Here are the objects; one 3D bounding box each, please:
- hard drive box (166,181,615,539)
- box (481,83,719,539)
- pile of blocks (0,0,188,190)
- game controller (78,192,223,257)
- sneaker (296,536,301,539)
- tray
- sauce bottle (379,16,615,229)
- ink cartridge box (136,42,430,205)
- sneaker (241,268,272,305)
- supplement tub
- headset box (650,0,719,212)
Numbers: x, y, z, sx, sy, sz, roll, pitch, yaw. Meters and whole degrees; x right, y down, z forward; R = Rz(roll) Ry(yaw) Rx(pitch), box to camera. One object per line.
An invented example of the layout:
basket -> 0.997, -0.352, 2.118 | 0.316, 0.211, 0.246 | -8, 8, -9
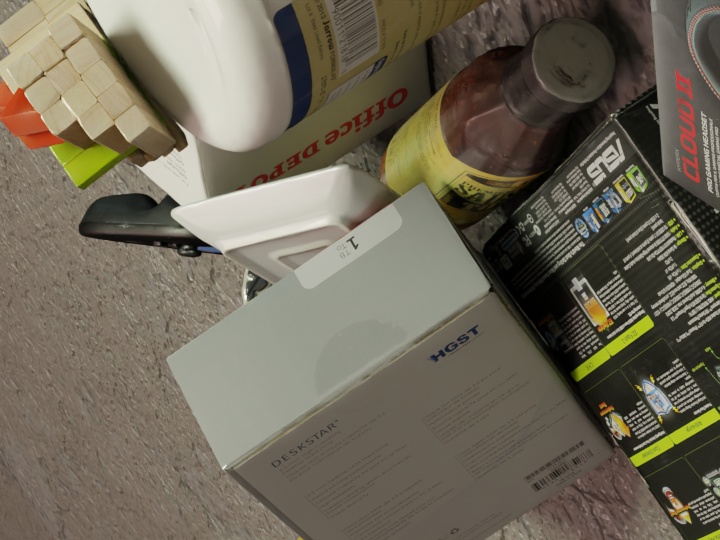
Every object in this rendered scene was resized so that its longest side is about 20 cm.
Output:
hard drive box -> 0.021, 0.069, 1.140 | 0.077, 0.156, 0.200 | 59, -175, 35
box -> 0.152, 0.029, 1.049 | 0.193, 0.047, 0.200 | 53, 159, 6
pile of blocks -> -0.125, -0.073, 0.986 | 0.082, 0.062, 0.200 | 52, -176, -16
game controller -> -0.062, -0.018, 1.255 | 0.104, 0.200, 0.042 | -8, 80, 36
sneaker -> 0.020, 0.257, 1.619 | 0.200, 0.070, 0.090 | 53, 162, 15
tray -> 0.000, 0.000, 1.157 | 0.107, 0.022, 0.200 | -12, 155, 28
sauce bottle -> 0.064, -0.068, 1.075 | 0.066, 0.066, 0.200 | 56, 161, 2
ink cartridge box -> -0.069, -0.154, 1.131 | 0.145, 0.147, 0.200 | 42, 154, 34
sneaker -> -0.026, 0.069, 1.458 | 0.200, 0.077, 0.080 | 65, 166, -20
supplement tub -> -0.009, -0.156, 0.923 | 0.144, 0.200, 0.145 | 46, 158, 25
headset box -> 0.182, -0.069, 0.805 | 0.200, 0.075, 0.149 | 39, 153, 38
